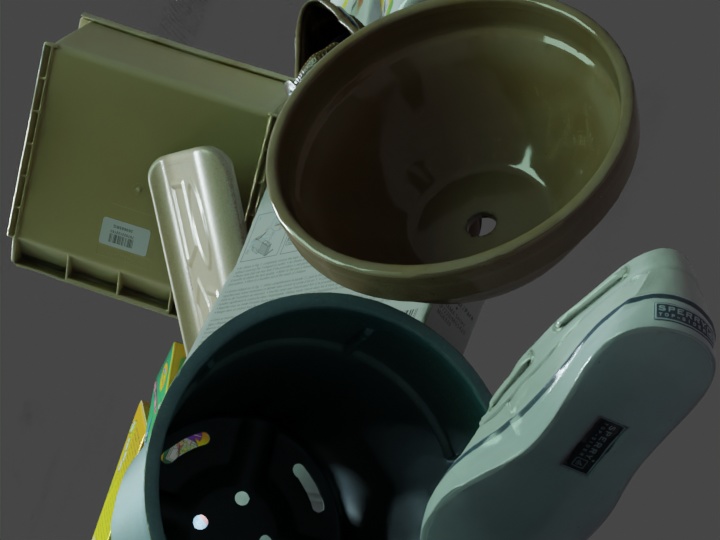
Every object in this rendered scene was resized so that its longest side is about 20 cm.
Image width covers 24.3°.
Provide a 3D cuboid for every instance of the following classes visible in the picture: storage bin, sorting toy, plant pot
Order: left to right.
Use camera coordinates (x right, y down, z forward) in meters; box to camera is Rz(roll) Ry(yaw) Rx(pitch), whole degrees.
[{"bbox_3d":[-0.166,-0.078,1.356,0.094,0.199,0.199,-60,-13,-68],"label":"storage bin"},{"bbox_3d":[-0.104,0.002,1.219,0.200,0.036,0.186,-176,74,-72],"label":"sorting toy"},{"bbox_3d":[-0.044,0.134,0.914,0.196,0.200,0.201,143,143,-64],"label":"plant pot"},{"bbox_3d":[0.057,-0.050,0.908,0.093,0.200,0.201,63,-154,-47],"label":"plant pot"}]

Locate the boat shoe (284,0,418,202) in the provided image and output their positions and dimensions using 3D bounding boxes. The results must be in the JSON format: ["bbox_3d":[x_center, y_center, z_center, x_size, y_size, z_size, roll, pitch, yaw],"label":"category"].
[{"bbox_3d":[-0.013,-0.102,1.042,0.072,0.072,0.200,-35,34,13],"label":"boat shoe"}]

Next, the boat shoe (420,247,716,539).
[{"bbox_3d":[0.095,0.070,0.766,0.200,0.073,0.065,-48,21,37],"label":"boat shoe"}]

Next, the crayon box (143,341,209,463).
[{"bbox_3d":[-0.117,0.162,1.357,0.200,0.118,0.058,-85,19,-45],"label":"crayon box"}]

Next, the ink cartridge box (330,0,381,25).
[{"bbox_3d":[0.027,-0.204,1.334,0.145,0.083,0.201,126,157,-54],"label":"ink cartridge box"}]

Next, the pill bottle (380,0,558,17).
[{"bbox_3d":[0.067,-0.189,1.095,0.200,0.111,0.111,-93,25,-56],"label":"pill bottle"}]

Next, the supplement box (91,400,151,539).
[{"bbox_3d":[-0.181,0.238,1.533,0.110,0.108,0.201,-137,66,-75],"label":"supplement box"}]

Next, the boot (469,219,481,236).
[{"bbox_3d":[0.025,0.070,1.036,0.188,0.068,0.200,-48,31,36],"label":"boot"}]

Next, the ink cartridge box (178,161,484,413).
[{"bbox_3d":[-0.004,0.001,1.027,0.200,0.045,0.177,-10,46,42],"label":"ink cartridge box"}]

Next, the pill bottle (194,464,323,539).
[{"bbox_3d":[-0.072,0.205,1.147,0.109,0.108,0.201,-118,48,-72],"label":"pill bottle"}]
